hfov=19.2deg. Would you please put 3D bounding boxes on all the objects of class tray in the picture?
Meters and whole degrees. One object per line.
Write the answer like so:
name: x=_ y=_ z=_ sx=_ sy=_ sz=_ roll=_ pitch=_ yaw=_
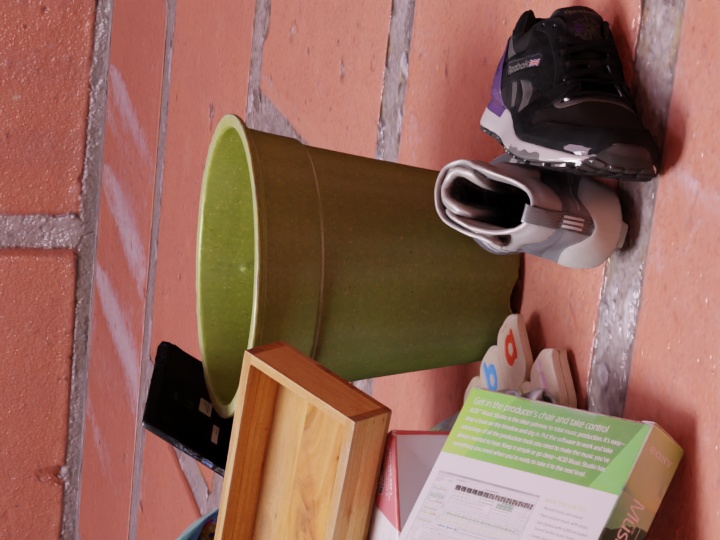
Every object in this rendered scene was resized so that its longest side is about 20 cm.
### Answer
tray: x=-0.041 y=0.155 z=1.300 sx=0.099 sy=0.037 sz=0.201 roll=30 pitch=121 yaw=38

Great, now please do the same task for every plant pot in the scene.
plant pot: x=0.000 y=0.000 z=1.422 sx=0.200 sy=0.189 sz=0.201 roll=-178 pitch=90 yaw=-75

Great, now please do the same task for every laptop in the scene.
laptop: x=-0.084 y=0.163 z=1.449 sx=0.103 sy=0.200 sz=0.177 roll=-55 pitch=10 yaw=11

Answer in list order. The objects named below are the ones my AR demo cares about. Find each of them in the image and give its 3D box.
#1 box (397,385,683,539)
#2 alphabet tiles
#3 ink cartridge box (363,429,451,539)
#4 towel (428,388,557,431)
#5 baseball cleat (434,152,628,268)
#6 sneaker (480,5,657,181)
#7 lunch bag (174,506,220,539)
box: x=0.076 y=0.166 z=1.157 sx=0.144 sy=0.036 sz=0.201 roll=10 pitch=68 yaw=50
alphabet tiles: x=0.105 y=0.139 z=1.359 sx=0.200 sy=0.015 sz=0.196 roll=113 pitch=151 yaw=-54
ink cartridge box: x=0.025 y=0.178 z=1.326 sx=0.200 sy=0.067 sz=0.117 roll=132 pitch=137 yaw=-67
towel: x=0.082 y=0.172 z=1.336 sx=0.200 sy=0.048 sz=0.172 roll=139 pitch=132 yaw=-68
baseball cleat: x=0.084 y=-0.047 z=1.279 sx=0.200 sy=0.106 sz=0.070 roll=-168 pitch=93 yaw=-69
sneaker: x=0.119 y=-0.108 z=1.225 sx=0.200 sy=0.075 sz=0.088 roll=-137 pitch=55 yaw=-70
lunch bag: x=-0.069 y=0.238 z=1.638 sx=0.170 sy=0.199 sz=0.122 roll=138 pitch=132 yaw=-68
